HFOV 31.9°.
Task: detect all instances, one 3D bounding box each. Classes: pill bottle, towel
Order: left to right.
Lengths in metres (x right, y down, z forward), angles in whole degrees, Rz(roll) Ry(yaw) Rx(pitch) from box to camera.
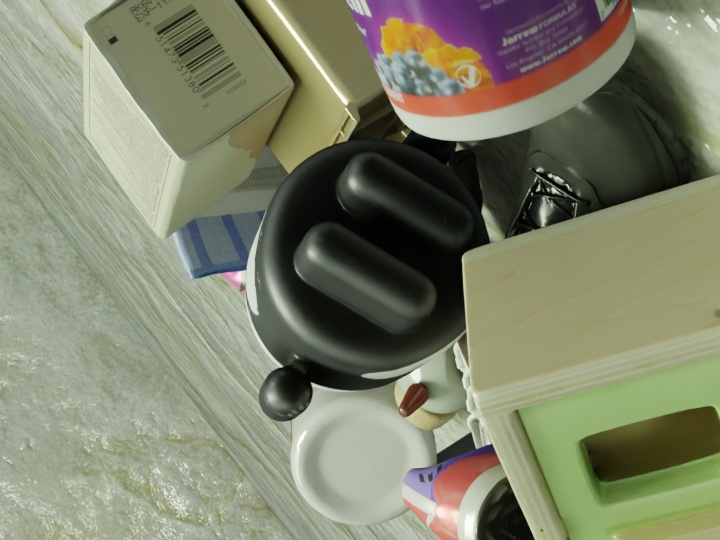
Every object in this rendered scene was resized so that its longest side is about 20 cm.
[{"bbox_3d":[-0.104,-0.096,0.905,0.024,0.147,0.201,-23,83,34],"label":"towel"},{"bbox_3d":[-0.001,0.112,1.046,0.115,0.114,0.200,59,-171,-19],"label":"pill bottle"},{"bbox_3d":[0.030,-0.162,0.494,0.111,0.111,0.201,30,152,54],"label":"pill bottle"}]

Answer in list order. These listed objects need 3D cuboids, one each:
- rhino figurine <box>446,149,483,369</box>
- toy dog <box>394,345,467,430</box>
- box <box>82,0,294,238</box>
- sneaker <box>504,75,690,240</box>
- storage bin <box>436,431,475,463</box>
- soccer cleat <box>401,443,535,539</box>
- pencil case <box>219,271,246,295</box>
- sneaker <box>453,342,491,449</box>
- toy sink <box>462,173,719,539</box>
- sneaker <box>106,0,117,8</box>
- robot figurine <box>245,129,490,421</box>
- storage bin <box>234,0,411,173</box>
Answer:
[{"bbox_3d":[0.078,0.008,0.769,0.087,0.060,0.201,-40,72,56],"label":"rhino figurine"},{"bbox_3d":[0.023,0.033,0.905,0.200,0.096,0.132,42,125,22],"label":"toy dog"},{"bbox_3d":[-0.109,-0.094,0.750,0.095,0.078,0.200,53,164,0],"label":"box"},{"bbox_3d":[0.105,-0.017,0.620,0.076,0.091,0.201,38,157,33],"label":"sneaker"},{"bbox_3d":[0.125,0.225,1.002,0.201,0.145,0.134,63,171,-30],"label":"storage bin"},{"bbox_3d":[0.113,0.120,0.732,0.073,0.199,0.069,16,106,46],"label":"soccer cleat"},{"bbox_3d":[-0.080,-0.031,1.039,0.200,0.091,0.094,38,119,-2],"label":"pencil case"},{"bbox_3d":[0.102,0.076,0.827,0.201,0.087,0.075,54,165,3],"label":"sneaker"},{"bbox_3d":[0.140,0.080,0.580,0.112,0.129,0.201,-88,-22,-54],"label":"toy sink"},{"bbox_3d":[-0.164,-0.166,1.070,0.200,0.087,0.074,45,162,26],"label":"sneaker"},{"bbox_3d":[-0.002,0.000,0.689,0.200,0.149,0.126,130,119,-75],"label":"robot figurine"},{"bbox_3d":[-0.042,-0.159,0.738,0.200,0.094,0.199,53,165,3],"label":"storage bin"}]
